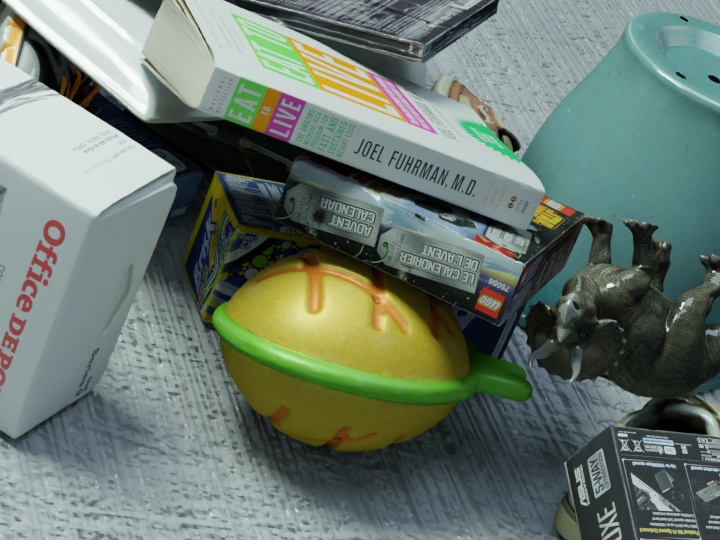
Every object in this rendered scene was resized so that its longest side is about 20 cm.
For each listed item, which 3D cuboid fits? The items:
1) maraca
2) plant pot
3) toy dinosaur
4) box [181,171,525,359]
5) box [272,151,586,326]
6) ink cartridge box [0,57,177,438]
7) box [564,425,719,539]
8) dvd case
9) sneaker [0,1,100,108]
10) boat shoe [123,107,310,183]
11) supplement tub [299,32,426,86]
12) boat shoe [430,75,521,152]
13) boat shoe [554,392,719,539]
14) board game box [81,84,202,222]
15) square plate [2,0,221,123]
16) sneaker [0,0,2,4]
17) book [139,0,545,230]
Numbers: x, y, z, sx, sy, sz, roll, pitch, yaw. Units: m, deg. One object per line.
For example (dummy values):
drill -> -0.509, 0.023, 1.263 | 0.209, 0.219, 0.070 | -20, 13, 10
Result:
maraca -> 0.008, 0.045, 1.215 | 0.199, 0.108, 0.137 | 7, 18, -44
plant pot -> 0.199, -0.056, 1.437 | 0.199, 0.189, 0.201 | 18, 29, -11
toy dinosaur -> 0.160, 0.030, 1.254 | 0.199, 0.103, 0.077 | 22, -8, -41
box -> 0.000, 0.000, 1.317 | 0.199, 0.070, 0.064 | 10, 31, -24
box -> 0.044, -0.030, 1.241 | 0.136, 0.040, 0.200 | 25, 14, 11
ink cartridge box -> -0.212, -0.032, 1.135 | 0.199, 0.147, 0.084 | 31, 29, 13
box -> 0.216, 0.169, 1.163 | 0.199, 0.050, 0.159 | 7, 57, -28
dvd case -> -0.031, -0.168, 1.322 | 0.199, 0.016, 0.149 | 16, 23, 15
sneaker -> -0.186, -0.124, 1.310 | 0.077, 0.078, 0.201 | 30, 31, -14
boat shoe -> -0.058, -0.063, 1.396 | 0.199, 0.071, 0.064 | 32, 61, -1
supplement tub -> -0.025, -0.172, 1.508 | 0.144, 0.146, 0.200 | 19, 29, -8
boat shoe -> 0.067, -0.078, 1.475 | 0.071, 0.076, 0.200 | 22, 19, 1
boat shoe -> 0.191, 0.111, 1.276 | 0.075, 0.069, 0.199 | 34, 28, 26
board game box -> -0.207, -0.061, 1.301 | 0.135, 0.035, 0.199 | 38, 32, 23
square plate -> -0.140, -0.159, 1.321 | 0.198, 0.029, 0.200 | 42, 21, 17
sneaker -> -0.198, -0.223, 1.519 | 0.066, 0.091, 0.200 | 36, 31, 22
book -> -0.010, -0.085, 1.201 | 0.199, 0.048, 0.134 | 19, 15, -24
